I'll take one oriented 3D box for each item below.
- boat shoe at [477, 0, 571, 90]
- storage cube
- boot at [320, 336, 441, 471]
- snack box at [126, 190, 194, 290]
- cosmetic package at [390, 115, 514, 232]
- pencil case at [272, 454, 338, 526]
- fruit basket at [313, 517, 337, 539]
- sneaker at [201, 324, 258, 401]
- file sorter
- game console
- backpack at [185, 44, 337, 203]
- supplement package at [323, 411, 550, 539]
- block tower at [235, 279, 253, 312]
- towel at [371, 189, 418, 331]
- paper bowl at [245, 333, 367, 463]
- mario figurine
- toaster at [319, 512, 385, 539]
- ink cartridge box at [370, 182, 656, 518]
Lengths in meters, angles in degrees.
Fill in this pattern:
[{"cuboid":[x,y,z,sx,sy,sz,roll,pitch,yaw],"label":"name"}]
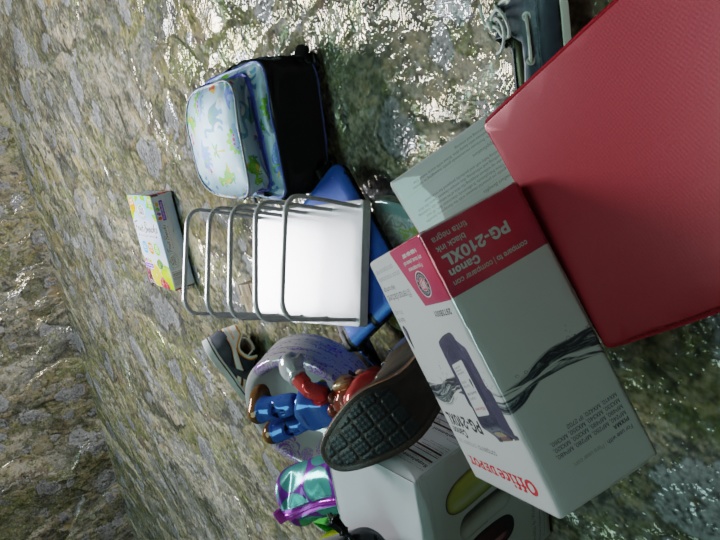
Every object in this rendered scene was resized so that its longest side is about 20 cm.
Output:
[{"cuboid":[0.137,-0.195,0.527,0.075,0.061,0.203,-76,-30,-72],"label":"boat shoe"},{"cuboid":[0.219,-0.085,0.397,0.202,0.169,0.180,62,146,7],"label":"storage cube"},{"cuboid":[0.045,0.120,0.645,0.075,0.199,0.097,50,-175,-1],"label":"boot"},{"cuboid":[-0.427,-0.066,1.366,0.141,0.052,0.203,9,114,50],"label":"snack box"},{"cuboid":[0.126,-0.023,0.576,0.107,0.085,0.202,-31,89,19],"label":"cosmetic package"},{"cuboid":[-0.025,0.284,0.850,0.199,0.093,0.086,-28,104,36],"label":"pencil case"},{"cuboid":[0.011,0.388,0.875,0.155,0.217,0.215,39,148,-15],"label":"fruit basket"},{"cuboid":[-0.228,0.178,1.219,0.079,0.079,0.201,49,165,33],"label":"sneaker"},{"cuboid":[-0.101,-0.010,0.738,0.198,0.123,0.142,-1,87,44],"label":"file sorter"},{"cuboid":[0.000,0.000,0.805,0.171,0.117,0.202,-47,58,31],"label":"game console"},{"cuboid":[-0.147,-0.183,0.853,0.199,0.145,0.186,7,112,54],"label":"backpack"},{"cuboid":[0.091,0.239,0.711,0.146,0.198,0.195,11,118,49],"label":"supplement package"},{"cuboid":[-0.127,0.035,1.020,0.199,0.057,0.055,-6,104,56],"label":"block tower"},{"cuboid":[0.093,0.005,0.721,0.199,0.048,0.174,21,126,47],"label":"towel"},{"cuboid":[-0.059,0.183,0.930,0.197,0.104,0.204,12,121,20],"label":"paper bowl"},{"cuboid":[-0.038,0.160,0.810,0.197,0.123,0.108,-14,66,25],"label":"mario figurine"},{"cuboid":[-0.013,0.346,0.638,0.202,0.113,0.129,60,146,8],"label":"toaster"},{"cuboid":[0.099,0.058,0.470,0.202,0.083,0.145,63,167,1],"label":"ink cartridge box"}]
